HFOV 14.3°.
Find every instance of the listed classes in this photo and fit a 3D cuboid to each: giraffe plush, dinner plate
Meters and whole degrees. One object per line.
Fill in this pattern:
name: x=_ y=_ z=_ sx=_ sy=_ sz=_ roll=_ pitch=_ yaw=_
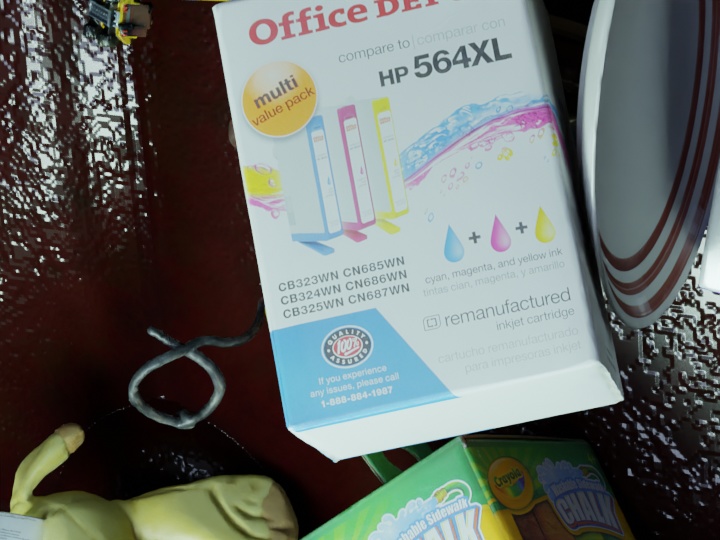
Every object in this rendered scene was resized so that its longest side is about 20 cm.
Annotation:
giraffe plush: x=-0.129 y=0.196 z=1.479 sx=0.199 sy=0.173 sz=0.162 roll=22 pitch=142 yaw=7
dinner plate: x=0.120 y=-0.077 z=1.177 sx=0.024 sy=0.200 sz=0.201 roll=7 pitch=115 yaw=21

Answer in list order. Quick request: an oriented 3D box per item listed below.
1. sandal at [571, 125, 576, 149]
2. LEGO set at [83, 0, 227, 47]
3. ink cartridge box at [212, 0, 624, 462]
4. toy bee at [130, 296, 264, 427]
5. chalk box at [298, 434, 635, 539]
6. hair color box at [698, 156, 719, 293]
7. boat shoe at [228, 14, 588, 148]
sandal: x=0.029 y=-0.028 z=1.345 sx=0.200 sy=0.043 sz=0.076 roll=-26 pitch=98 yaw=34
LEGO set: x=-0.061 y=-0.198 z=1.286 sx=0.154 sy=0.115 sz=0.201 roll=-164 pitch=77 yaw=-66
ink cartridge box: x=0.022 y=-0.038 z=1.165 sx=0.128 sy=0.125 sz=0.201 roll=-13 pitch=79 yaw=7
toy bee: x=0.000 y=0.000 z=1.286 sx=0.199 sy=0.109 sz=0.131 roll=11 pitch=130 yaw=-22
chalk box: x=0.056 y=0.152 z=1.337 sx=0.124 sy=0.124 sz=0.201 roll=-34 pitch=70 yaw=28
hair color box: x=0.216 y=-0.075 z=1.210 sx=0.109 sy=0.065 sz=0.201 roll=19 pitch=121 yaw=21
boat shoe: x=0.027 y=-0.076 z=1.292 sx=0.199 sy=0.071 sz=0.070 roll=2 pitch=154 yaw=39
